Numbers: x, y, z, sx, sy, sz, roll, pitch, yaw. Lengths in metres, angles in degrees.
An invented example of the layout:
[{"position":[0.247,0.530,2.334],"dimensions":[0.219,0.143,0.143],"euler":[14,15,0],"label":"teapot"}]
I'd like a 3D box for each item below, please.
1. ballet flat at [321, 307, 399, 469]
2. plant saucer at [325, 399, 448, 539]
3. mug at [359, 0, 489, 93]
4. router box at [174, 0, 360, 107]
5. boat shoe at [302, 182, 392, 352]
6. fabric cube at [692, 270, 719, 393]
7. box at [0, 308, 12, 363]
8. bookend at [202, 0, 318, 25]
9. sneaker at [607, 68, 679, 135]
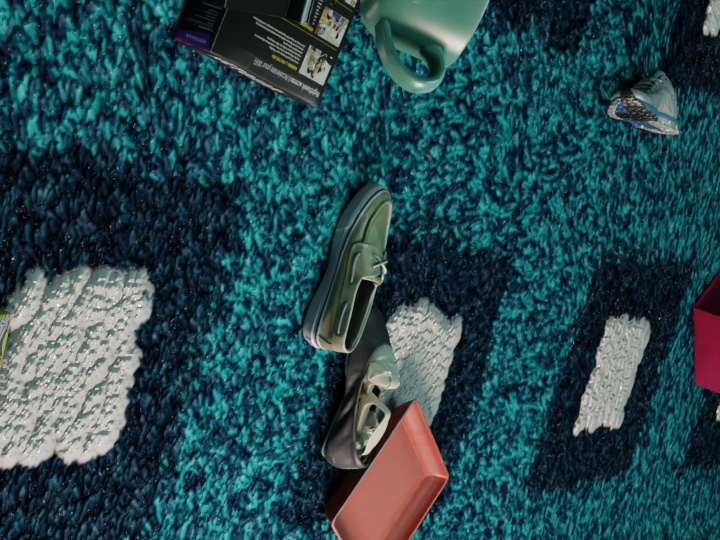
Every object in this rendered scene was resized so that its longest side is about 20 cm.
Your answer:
[{"position":[0.011,0.146,1.913],"dimensions":[0.073,0.073,0.201],"euler":[4,104,-58],"label":"ballet flat"},{"position":[0.030,0.288,2.055],"dimensions":[0.200,0.037,0.200],"euler":[-55,146,-25],"label":"plant saucer"},{"position":[0.064,-0.292,1.647],"dimensions":[0.185,0.114,0.152],"euler":[-86,-158,-53],"label":"mug"},{"position":[-0.081,-0.258,1.550],"dimensions":[0.200,0.051,0.150],"euler":[21,91,-59],"label":"router box"},{"position":[0.000,0.000,1.816],"dimensions":[0.072,0.062,0.201],"euler":[23,87,-59],"label":"boat shoe"},{"position":[0.734,0.107,2.900],"dimensions":[0.200,0.196,0.200],"euler":[-45,140,-33],"label":"fabric cube"},{"position":[-0.356,0.121,1.329],"dimensions":[0.070,0.064,0.201],"euler":[1,107,-57],"label":"box"},{"position":[-0.160,-0.273,1.276],"dimensions":[0.200,0.198,0.092],"euler":[-3,112,-56],"label":"bookend"},{"position":[0.415,-0.255,2.326],"dimensions":[0.200,0.075,0.087],"euler":[10,88,-64],"label":"sneaker"}]
